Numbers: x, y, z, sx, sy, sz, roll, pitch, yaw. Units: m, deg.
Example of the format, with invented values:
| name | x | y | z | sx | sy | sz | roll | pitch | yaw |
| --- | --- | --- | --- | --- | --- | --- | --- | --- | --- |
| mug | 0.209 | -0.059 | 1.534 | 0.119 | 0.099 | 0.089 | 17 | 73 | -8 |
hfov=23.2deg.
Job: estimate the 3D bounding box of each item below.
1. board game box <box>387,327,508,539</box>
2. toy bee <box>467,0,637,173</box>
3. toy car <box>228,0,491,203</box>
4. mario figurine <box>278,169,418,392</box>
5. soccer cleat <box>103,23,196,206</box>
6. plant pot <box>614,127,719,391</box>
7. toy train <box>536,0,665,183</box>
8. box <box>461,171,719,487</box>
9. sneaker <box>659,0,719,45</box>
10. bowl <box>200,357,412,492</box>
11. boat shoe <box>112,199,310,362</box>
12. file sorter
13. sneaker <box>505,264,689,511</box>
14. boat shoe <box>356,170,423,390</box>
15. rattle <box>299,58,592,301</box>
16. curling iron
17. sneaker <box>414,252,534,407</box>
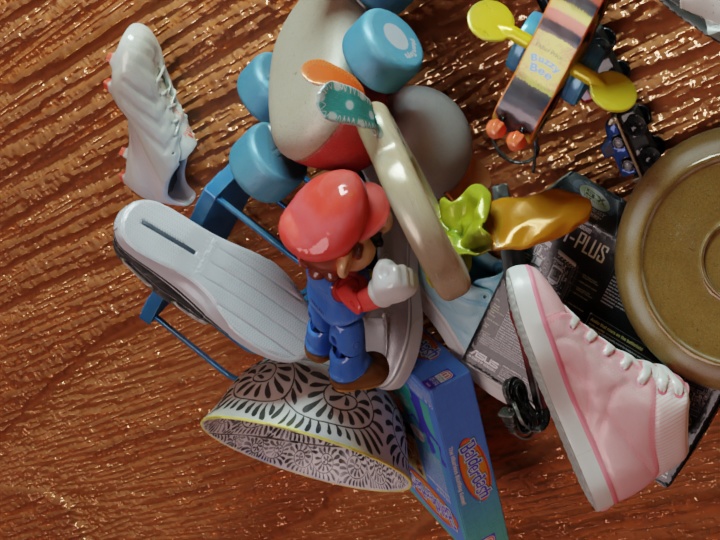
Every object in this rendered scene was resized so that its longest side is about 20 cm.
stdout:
| name | x | y | z | sx | sy | sz | roll | pitch | yaw |
| --- | --- | --- | --- | --- | --- | --- | --- | --- | --- |
| board game box | 0.065 | 0.143 | 1.603 | 0.152 | 0.045 | 0.202 | 43 | 154 | 51 |
| toy bee | 0.138 | -0.136 | 1.285 | 0.129 | 0.109 | 0.202 | 12 | 125 | 20 |
| toy car | 0.025 | -0.128 | 1.430 | 0.199 | 0.178 | 0.184 | 30 | 129 | -26 |
| mario figurine | 0.000 | 0.000 | 1.398 | 0.122 | 0.106 | 0.201 | 15 | 138 | 17 |
| soccer cleat | -0.187 | -0.143 | 1.623 | 0.077 | 0.070 | 0.201 | 20 | 140 | 17 |
| plant pot | 0.285 | -0.008 | 1.301 | 0.197 | 0.027 | 0.203 | 1 | 92 | 18 |
| toy train | 0.180 | -0.152 | 1.340 | 0.045 | 0.034 | 0.201 | -20 | 109 | 26 |
| box | 0.207 | 0.045 | 1.406 | 0.199 | 0.086 | 0.165 | 31 | 116 | 14 |
| sneaker | 0.268 | -0.200 | 1.223 | 0.200 | 0.074 | 0.089 | 41 | 116 | 15 |
| bowl | -0.038 | 0.124 | 1.587 | 0.198 | 0.095 | 0.201 | 14 | 163 | 5 |
| boat shoe | -0.124 | 0.010 | 1.497 | 0.199 | 0.072 | 0.071 | 38 | 159 | -3 |
| file sorter | -0.090 | -0.017 | 1.590 | 0.122 | 0.139 | 0.201 | 36 | 138 | 3 |
| sneaker | 0.185 | 0.073 | 1.323 | 0.104 | 0.075 | 0.202 | -24 | 101 | 1 |
| boat shoe | 0.013 | 0.004 | 1.502 | 0.072 | 0.068 | 0.203 | 21 | 109 | 51 |
| rattle | 0.063 | -0.090 | 1.288 | 0.142 | 0.130 | 0.202 | -21 | 102 | 22 |
| curling iron | 0.123 | 0.033 | 1.368 | 0.025 | 0.049 | 0.203 | -2 | 94 | 36 |
| sneaker | 0.114 | 0.038 | 1.518 | 0.200 | 0.074 | 0.082 | 46 | 143 | -2 |
